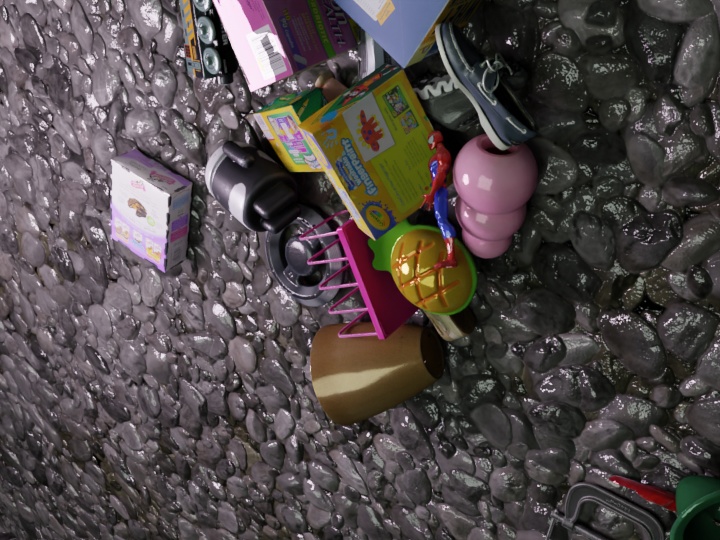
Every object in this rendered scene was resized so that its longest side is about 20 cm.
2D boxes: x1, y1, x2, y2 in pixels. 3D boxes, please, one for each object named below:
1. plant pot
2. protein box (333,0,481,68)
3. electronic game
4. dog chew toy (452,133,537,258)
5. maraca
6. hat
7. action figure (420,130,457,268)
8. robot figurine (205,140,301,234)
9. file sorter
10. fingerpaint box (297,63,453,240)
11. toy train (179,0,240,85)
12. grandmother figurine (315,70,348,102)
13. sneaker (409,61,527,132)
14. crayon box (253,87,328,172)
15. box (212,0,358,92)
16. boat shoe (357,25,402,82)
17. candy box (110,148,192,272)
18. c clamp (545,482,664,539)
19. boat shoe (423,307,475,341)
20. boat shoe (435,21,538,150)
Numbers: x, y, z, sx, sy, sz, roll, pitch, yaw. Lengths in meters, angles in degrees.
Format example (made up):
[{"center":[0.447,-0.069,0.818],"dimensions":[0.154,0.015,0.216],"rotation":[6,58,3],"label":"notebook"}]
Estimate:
[{"center":[0.043,0.169,1.551],"dimensions":[0.199,0.186,0.188],"rotation":[-15,106,29],"label":"plant pot"},{"center":[0.071,-0.429,1.191],"dimensions":[0.200,0.135,0.199],"rotation":[45,133,8],"label":"protein box"},{"center":[-0.106,-0.029,1.627],"dimensions":[0.199,0.041,0.202],"rotation":[18,118,36],"label":"electronic game"},{"center":[0.195,-0.103,1.301],"dimensions":[0.124,0.124,0.201],"rotation":[25,136,25],"label":"dog chew toy"},{"center":[0.097,-0.013,1.374],"dimensions":[0.200,0.107,0.138],"rotation":[36,118,20],"label":"maraca"},{"center":[0.528,0.336,1.362],"dimensions":[0.198,0.177,0.167],"rotation":[3,122,-6],"label":"hat"},{"center":[0.116,-0.105,1.283],"dimensions":[0.051,0.065,0.202],"rotation":[-1,87,10],"label":"action figure"},{"center":[-0.190,-0.149,1.554],"dimensions":[0.200,0.124,0.151],"rotation":[39,122,35],"label":"robot figurine"},{"center":[0.000,0.000,1.496],"dimensions":[0.125,0.139,0.201],"rotation":[-8,110,42],"label":"file sorter"},{"center":[0.028,-0.178,1.311],"dimensions":[0.201,0.166,0.073],"rotation":[57,172,-29],"label":"fingerpaint box"},{"center":[-0.262,-0.422,1.500],"dimensions":[0.114,0.085,0.201],"rotation":[20,126,40],"label":"toy train"},{"center":[0.008,-0.240,1.408],"dimensions":[0.200,0.061,0.122],"rotation":[41,127,9],"label":"grandmother figurine"},{"center":[0.161,-0.250,1.278],"dimensions":[0.199,0.066,0.091],"rotation":[-1,121,39],"label":"sneaker"},{"center":[-0.095,-0.226,1.425],"dimensions":[0.119,0.058,0.200],"rotation":[58,163,-18],"label":"crayon box"},{"center":[-0.106,-0.389,1.308],"dimensions":[0.096,0.200,0.177],"rotation":[-11,107,41],"label":"box"},{"center":[0.023,-0.309,1.341],"dimensions":[0.066,0.069,0.202],"rotation":[32,131,59],"label":"boat shoe"},{"center":[-0.438,-0.125,1.813],"dimensions":[0.167,0.071,0.201],"rotation":[31,131,21],"label":"candy box"},{"center":[0.422,0.448,1.509],"dimensions":[0.199,0.027,0.172],"rotation":[19,120,31],"label":"c clamp"},{"center":[0.112,0.034,1.473],"dimensions":[0.064,0.071,0.201],"rotation":[-30,95,46],"label":"boat shoe"},{"center":[0.170,-0.252,1.168],"dimensions":[0.062,0.075,0.201],"rotation":[-19,114,37],"label":"boat shoe"}]
